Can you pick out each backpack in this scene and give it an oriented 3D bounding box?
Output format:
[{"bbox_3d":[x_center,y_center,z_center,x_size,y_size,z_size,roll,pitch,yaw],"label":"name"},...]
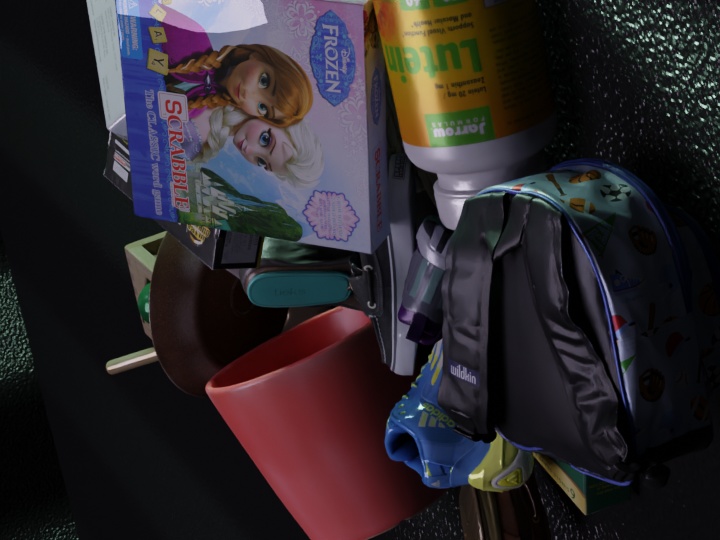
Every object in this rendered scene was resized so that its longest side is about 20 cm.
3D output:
[{"bbox_3d":[0.149,0.024,1.394,0.200,0.154,0.191,11,123,53],"label":"backpack"}]

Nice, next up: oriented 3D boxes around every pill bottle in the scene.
[{"bbox_3d":[0.076,-0.134,1.506,0.111,0.111,0.201,28,134,64],"label":"pill bottle"}]

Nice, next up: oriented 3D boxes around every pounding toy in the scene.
[{"bbox_3d":[-0.154,0.039,2.188,0.184,0.199,0.143,35,141,60],"label":"pounding toy"}]

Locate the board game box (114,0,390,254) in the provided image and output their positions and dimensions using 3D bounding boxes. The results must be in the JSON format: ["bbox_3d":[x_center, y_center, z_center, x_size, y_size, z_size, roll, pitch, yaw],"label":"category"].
[{"bbox_3d":[-0.078,-0.121,1.584,0.199,0.041,0.201,9,121,20],"label":"board game box"}]

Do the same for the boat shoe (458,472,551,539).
[{"bbox_3d":[0.111,0.137,1.744,0.072,0.067,0.201,114,151,-68],"label":"boat shoe"}]

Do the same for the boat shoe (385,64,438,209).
[{"bbox_3d":[0.061,-0.136,1.631,0.068,0.074,0.201,-104,-2,-77],"label":"boat shoe"}]

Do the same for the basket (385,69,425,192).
[{"bbox_3d":[-0.014,-0.152,1.726,0.135,0.123,0.201,15,121,67],"label":"basket"}]

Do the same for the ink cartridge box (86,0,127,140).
[{"bbox_3d":[-0.132,-0.216,1.668,0.200,0.057,0.163,-32,56,32],"label":"ink cartridge box"}]

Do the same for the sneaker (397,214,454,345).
[{"bbox_3d":[0.060,0.010,1.616,0.074,0.088,0.200,26,-175,11],"label":"sneaker"}]

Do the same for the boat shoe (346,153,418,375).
[{"bbox_3d":[0.017,-0.005,1.679,0.069,0.056,0.201,-81,-11,-55],"label":"boat shoe"}]

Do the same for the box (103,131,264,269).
[{"bbox_3d":[-0.135,-0.113,1.738,0.200,0.049,0.160,37,125,49],"label":"box"}]

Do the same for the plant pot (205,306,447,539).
[{"bbox_3d":[-0.015,0.140,1.943,0.178,0.200,0.200,64,163,-8],"label":"plant pot"}]

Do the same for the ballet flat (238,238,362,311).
[{"bbox_3d":[0.000,0.000,1.780,0.069,0.199,0.068,-91,13,-47],"label":"ballet flat"}]

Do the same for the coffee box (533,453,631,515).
[{"bbox_3d":[0.152,0.068,1.589,0.123,0.044,0.201,-130,28,-50],"label":"coffee box"}]

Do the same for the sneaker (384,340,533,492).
[{"bbox_3d":[0.062,0.090,1.654,0.200,0.105,0.076,-108,10,-49],"label":"sneaker"}]

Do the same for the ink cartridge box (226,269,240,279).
[{"bbox_3d":[-0.089,-0.068,1.891,0.200,0.084,0.145,44,-155,-69],"label":"ink cartridge box"}]

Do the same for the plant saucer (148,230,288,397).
[{"bbox_3d":[-0.121,0.022,2.015,0.037,0.200,0.201,8,120,35],"label":"plant saucer"}]
